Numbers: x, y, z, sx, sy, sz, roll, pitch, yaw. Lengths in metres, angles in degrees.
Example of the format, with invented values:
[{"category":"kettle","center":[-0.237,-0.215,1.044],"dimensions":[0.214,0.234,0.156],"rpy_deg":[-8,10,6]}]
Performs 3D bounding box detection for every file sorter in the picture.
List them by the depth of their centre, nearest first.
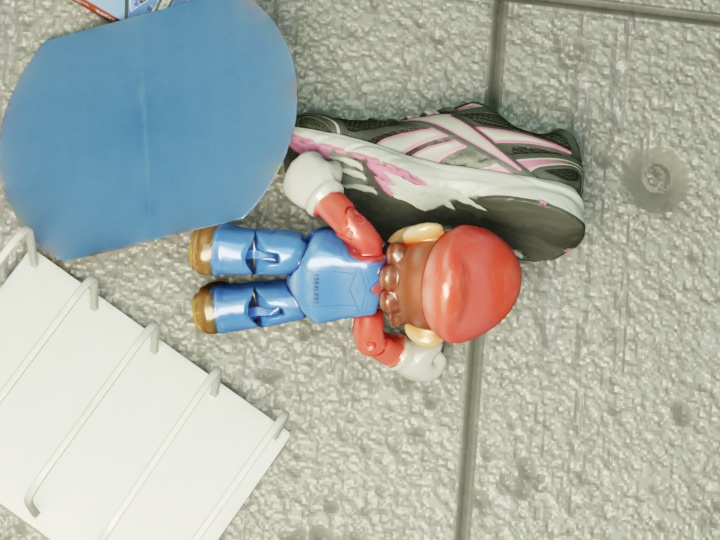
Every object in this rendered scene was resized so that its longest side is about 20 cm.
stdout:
[{"category":"file sorter","center":[-0.156,0.089,1.358],"dimensions":[0.200,0.125,0.139],"rpy_deg":[35,77,1]}]

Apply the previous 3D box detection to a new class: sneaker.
[{"category":"sneaker","center":[0.047,-0.068,1.452],"dimensions":[0.199,0.080,0.087],"rpy_deg":[15,54,-2]}]

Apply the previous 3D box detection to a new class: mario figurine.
[{"category":"mario figurine","center":[0.000,0.000,1.415],"dimensions":[0.199,0.124,0.106],"rpy_deg":[3,60,6]}]

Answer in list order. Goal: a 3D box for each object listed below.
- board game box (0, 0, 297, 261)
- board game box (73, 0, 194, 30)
[{"category":"board game box","center":[-0.126,-0.082,1.428],"dimensions":[0.199,0.039,0.159],"rpy_deg":[-14,64,15]},{"category":"board game box","center":[-0.111,-0.245,1.488],"dimensions":[0.103,0.019,0.201],"rpy_deg":[30,76,1]}]
